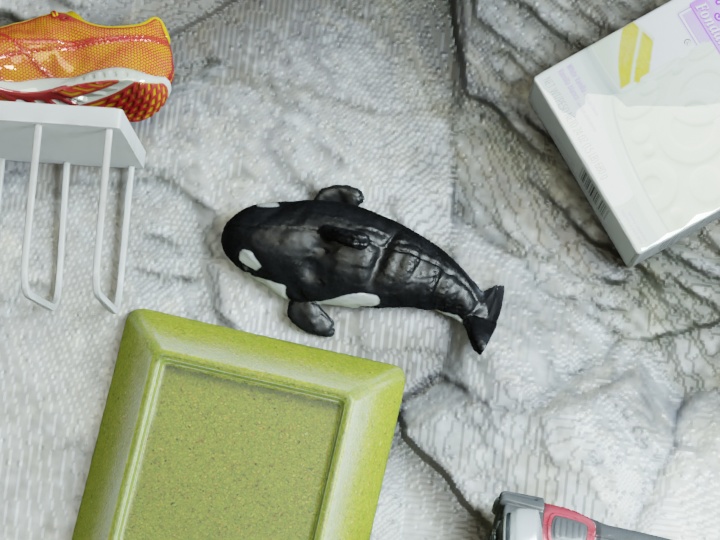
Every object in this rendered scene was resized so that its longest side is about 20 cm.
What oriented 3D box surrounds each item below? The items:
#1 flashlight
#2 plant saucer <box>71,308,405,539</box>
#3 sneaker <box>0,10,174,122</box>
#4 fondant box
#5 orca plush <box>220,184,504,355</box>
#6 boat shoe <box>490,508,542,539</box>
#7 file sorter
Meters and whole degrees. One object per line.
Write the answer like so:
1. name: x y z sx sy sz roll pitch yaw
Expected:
1. flashlight: 0.182 0.200 1.431 0.200 0.068 0.068 14 100 -2
2. plant saucer: -0.086 0.138 1.450 0.199 0.048 0.200 12 80 3
3. sneaker: -0.230 -0.143 1.501 0.199 0.073 0.077 0 58 -3
4. fondant box: 0.237 -0.115 1.487 0.200 0.058 0.144 -29 81 -6
5. orca plush: 0.000 0.000 1.461 0.200 0.071 0.105 31 82 6
6. boat shoe: 0.078 0.243 1.383 0.071 0.072 0.200 8 112 6
7. file sorter: -0.255 -0.041 1.438 0.199 0.139 0.125 3 82 1
